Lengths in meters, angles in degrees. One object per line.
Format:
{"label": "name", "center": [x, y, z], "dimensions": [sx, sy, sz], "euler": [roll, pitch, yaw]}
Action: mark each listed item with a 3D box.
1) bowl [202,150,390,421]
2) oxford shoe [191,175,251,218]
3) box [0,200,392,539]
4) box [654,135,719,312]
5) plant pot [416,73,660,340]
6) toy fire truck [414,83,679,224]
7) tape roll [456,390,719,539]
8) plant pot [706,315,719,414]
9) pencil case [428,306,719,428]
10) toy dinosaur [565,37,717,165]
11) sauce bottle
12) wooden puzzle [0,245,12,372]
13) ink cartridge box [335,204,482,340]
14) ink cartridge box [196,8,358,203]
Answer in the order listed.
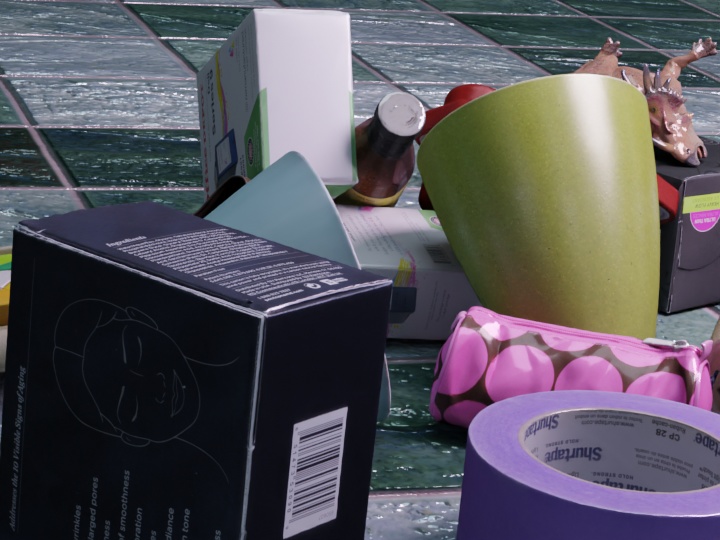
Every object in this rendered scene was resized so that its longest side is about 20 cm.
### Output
{"label": "bowl", "center": [-0.063, 0.027, 1.458], "dimensions": [0.104, 0.202, 0.201], "euler": [-19, 22, -11]}
{"label": "oxford shoe", "center": [-0.137, 0.005, 1.544], "dimensions": [0.072, 0.085, 0.200], "euler": [5, 46, 40]}
{"label": "box", "center": [-0.100, 0.083, 1.198], "dimensions": [0.196, 0.202, 0.124], "euler": [18, 19, 34]}
{"label": "box", "center": [0.263, -0.056, 1.888], "dimensions": [0.148, 0.125, 0.199], "euler": [-10, 23, -38]}
{"label": "plant pot", "center": [0.153, -0.015, 1.583], "dimensions": [0.186, 0.201, 0.187], "euler": [-10, -23, -4]}
{"label": "toy fire truck", "center": [0.153, -0.088, 1.759], "dimensions": [0.200, 0.113, 0.167], "euler": [35, -33, -31]}
{"label": "tape roll", "center": [0.159, 0.147, 1.267], "dimensions": [0.198, 0.086, 0.200], "euler": [4, 16, -1]}
{"label": "plant pot", "center": [0.341, 0.046, 1.532], "dimensions": [0.186, 0.189, 0.200], "euler": [18, 35, 37]}
{"label": "pencil case", "center": [0.149, 0.080, 1.466], "dimensions": [0.198, 0.094, 0.091], "euler": [9, 18, 15]}
{"label": "toy dinosaur", "center": [0.235, -0.157, 1.867], "dimensions": [0.199, 0.087, 0.135], "euler": [10, 23, 36]}
{"label": "sauce bottle", "center": [0.012, -0.085, 1.728], "dimensions": [0.065, 0.067, 0.200], "euler": [1, -21, -15]}
{"label": "wooden puzzle", "center": [-0.268, 0.020, 1.517], "dimensions": [0.184, 0.037, 0.200], "euler": [-7, 22, 19]}
{"label": "ink cartridge box", "center": [0.000, 0.000, 1.680], "dimensions": [0.198, 0.068, 0.117], "euler": [3, 26, -20]}
{"label": "ink cartridge box", "center": [-0.073, -0.122, 1.747], "dimensions": [0.087, 0.147, 0.200], "euler": [-1, -9, -17]}
